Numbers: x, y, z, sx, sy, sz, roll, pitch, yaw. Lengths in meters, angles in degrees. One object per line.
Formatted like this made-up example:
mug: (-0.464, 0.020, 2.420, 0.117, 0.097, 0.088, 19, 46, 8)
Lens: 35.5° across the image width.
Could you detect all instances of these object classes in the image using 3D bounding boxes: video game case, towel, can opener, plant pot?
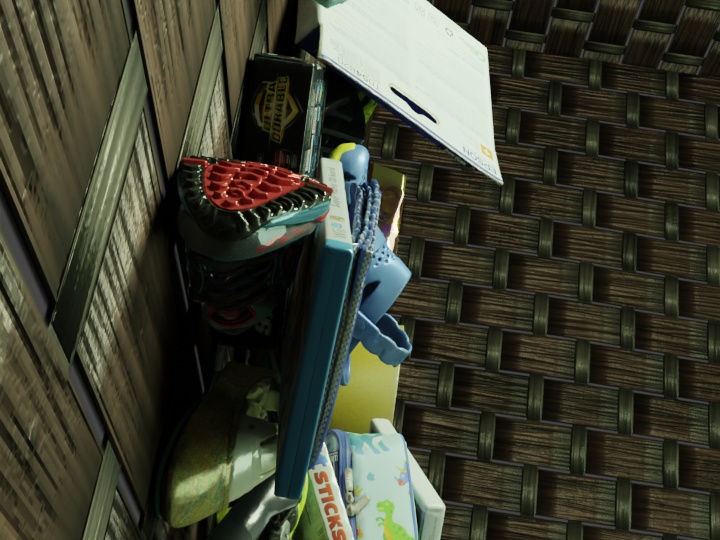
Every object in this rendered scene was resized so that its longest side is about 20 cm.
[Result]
video game case: (0.029, 0.261, 1.054, 0.200, 0.023, 0.185, -132, -131, -71)
towel: (-0.014, 0.025, 0.746, 0.200, 0.023, 0.147, -81, -176, -75)
can opener: (-0.091, 0.182, 0.725, 0.200, 0.078, 0.064, -60, 172, -64)
video game case: (-0.030, 0.024, 0.677, 0.200, 0.017, 0.145, -99, -159, -71)
plant pot: (-0.030, 0.155, 1.327, 0.200, 0.139, 0.204, 9, 90, -88)

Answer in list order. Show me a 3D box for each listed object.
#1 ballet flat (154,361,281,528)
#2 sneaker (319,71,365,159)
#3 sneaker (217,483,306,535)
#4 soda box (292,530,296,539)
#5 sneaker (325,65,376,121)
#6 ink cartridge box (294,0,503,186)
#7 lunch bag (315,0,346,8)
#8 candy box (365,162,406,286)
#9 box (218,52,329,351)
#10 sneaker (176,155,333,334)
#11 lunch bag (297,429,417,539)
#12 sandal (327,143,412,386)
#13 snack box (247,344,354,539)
ballet flat: (-0.077, 0.104, 0.709, 0.200, 0.069, 0.072, -73, 171, -79)
sneaker: (-0.048, -0.070, 0.964, 0.090, 0.077, 0.203, -119, -137, -81)
sneaker: (-0.086, 0.204, 0.877, 0.083, 0.073, 0.204, 30, -57, 58)
soda box: (-0.090, 0.248, 1.014, 0.068, 0.062, 0.203, -82, 180, -67)
sneaker: (-0.016, -0.201, 1.039, 0.202, 0.082, 0.075, -88, -166, -46)
ink cartridge box: (0.032, -0.173, 0.948, 0.041, 0.198, 0.202, -40, -149, 33)
lunch bag: (0.006, -0.302, 0.762, 0.171, 0.120, 0.203, 101, 6, -71)
candy box: (-0.026, -0.004, 1.060, 0.200, 0.056, 0.118, 134, -31, -58)
box: (-0.061, -0.055, 0.837, 0.159, 0.045, 0.204, -75, 173, -81)
sneaker: (-0.058, -0.009, 0.616, 0.200, 0.078, 0.097, -65, 165, -84)
lunch bag: (-0.009, 0.241, 1.009, 0.200, 0.081, 0.163, 121, -32, -62)
sandal: (0.000, 0.000, 0.882, 0.080, 0.085, 0.203, -74, 166, -68)
snack box: (-0.050, 0.146, 0.917, 0.072, 0.024, 0.203, 120, -44, -56)
